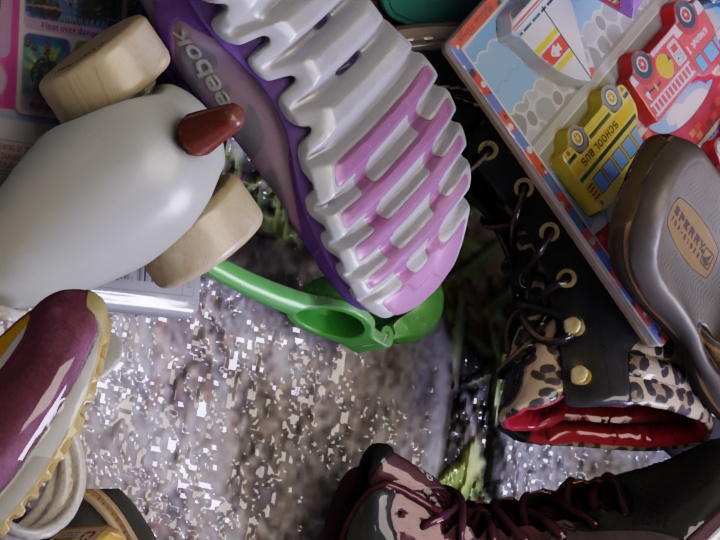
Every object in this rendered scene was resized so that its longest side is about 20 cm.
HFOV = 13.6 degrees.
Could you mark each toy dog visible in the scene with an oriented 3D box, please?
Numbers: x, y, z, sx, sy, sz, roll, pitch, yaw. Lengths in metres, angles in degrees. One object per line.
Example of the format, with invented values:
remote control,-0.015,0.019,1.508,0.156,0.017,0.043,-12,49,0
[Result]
toy dog,-0.107,-0.010,1.079,0.132,0.096,0.201,36,66,-18

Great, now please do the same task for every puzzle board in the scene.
puzzle board,0.126,-0.085,1.240,0.151,0.017,0.200,54,47,-15

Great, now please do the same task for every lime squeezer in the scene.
lime squeezer,0.000,0.000,1.227,0.199,0.038,0.071,-16,111,-45

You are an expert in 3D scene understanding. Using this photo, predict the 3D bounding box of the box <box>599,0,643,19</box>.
box,0.061,-0.208,1.206,0.199,0.039,0.137,31,76,12

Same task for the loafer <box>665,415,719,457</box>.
loafer,0.155,0.058,1.336,0.199,0.073,0.073,-5,97,-33

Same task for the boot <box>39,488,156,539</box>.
boot,-0.127,0.180,1.079,0.138,0.077,0.201,2,75,-47

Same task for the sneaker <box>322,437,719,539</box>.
sneaker,0.059,0.102,1.217,0.199,0.076,0.116,-35,101,0

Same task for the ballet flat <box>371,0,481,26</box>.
ballet flat,0.063,-0.117,1.277,0.199,0.063,0.069,17,99,-41

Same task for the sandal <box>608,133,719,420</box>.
sandal,0.161,0.010,1.198,0.200,0.054,0.082,48,58,-49

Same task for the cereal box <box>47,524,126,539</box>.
cereal box,-0.124,0.201,1.017,0.200,0.039,0.144,-39,110,-35

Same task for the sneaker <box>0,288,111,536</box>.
sneaker,-0.168,0.070,1.009,0.090,0.075,0.200,39,99,-9

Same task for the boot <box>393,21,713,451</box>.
boot,0.066,-0.012,1.227,0.199,0.073,0.152,13,65,-33

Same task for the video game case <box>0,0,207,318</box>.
video game case,-0.142,-0.081,1.138,0.199,0.024,0.183,7,83,-37

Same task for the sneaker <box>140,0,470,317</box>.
sneaker,-0.030,-0.073,1.155,0.080,0.088,0.201,-42,115,-35
